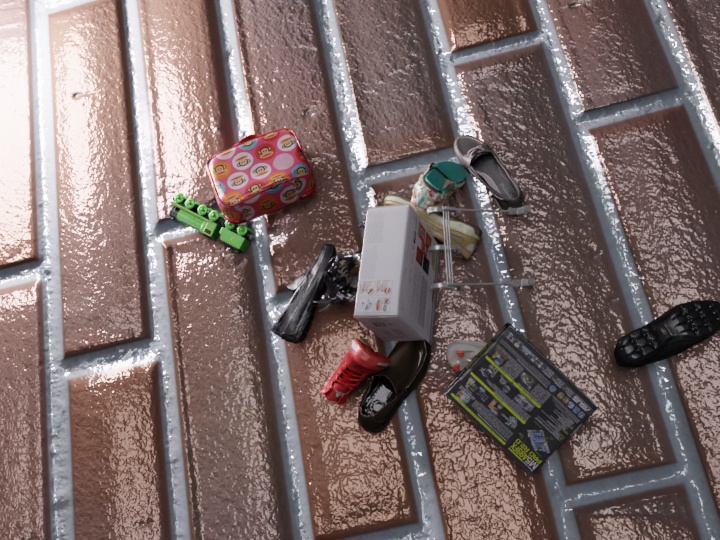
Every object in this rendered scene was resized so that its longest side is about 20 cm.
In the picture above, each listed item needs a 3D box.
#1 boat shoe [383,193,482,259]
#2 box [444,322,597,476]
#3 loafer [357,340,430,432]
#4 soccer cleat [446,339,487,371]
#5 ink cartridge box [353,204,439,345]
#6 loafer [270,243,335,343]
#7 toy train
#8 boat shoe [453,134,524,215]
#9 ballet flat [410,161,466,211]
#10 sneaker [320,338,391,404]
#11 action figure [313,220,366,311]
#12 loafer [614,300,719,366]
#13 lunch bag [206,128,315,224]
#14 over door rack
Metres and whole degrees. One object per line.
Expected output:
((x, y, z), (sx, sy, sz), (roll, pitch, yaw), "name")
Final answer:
((0.125, -0.080, 1.516), (0.199, 0.072, 0.077), (24, 92, 19), "boat shoe")
((0.264, 0.212, 1.339), (0.200, 0.044, 0.160), (42, 97, 2), "box")
((0.061, 0.193, 1.421), (0.073, 0.071, 0.201), (26, 77, 18), "loafer")
((0.246, 0.165, 1.403), (0.198, 0.078, 0.070), (20, 110, 3), "soccer cleat")
((0.069, 0.015, 1.403), (0.083, 0.176, 0.202), (-3, 66, 25), "ink cartridge box")
((-0.105, 0.036, 1.511), (0.070, 0.068, 0.202), (22, 79, 9), "loafer")
((-0.302, -0.095, 1.614), (0.199, 0.042, 0.057), (26, 87, 18), "toy train")
((0.246, -0.194, 1.537), (0.067, 0.057, 0.201), (-34, 68, -3), "boat shoe")
((0.139, -0.157, 1.498), (0.076, 0.200, 0.064), (42, 118, 9), "ballet flat")
((-0.010, 0.183, 1.379), (0.078, 0.200, 0.116), (32, 84, 4), "sneaker")
((0.000, 0.000, 1.480), (0.102, 0.119, 0.201), (22, 67, 34), "action figure")
((0.520, 0.108, 1.361), (0.199, 0.071, 0.069), (-23, 67, -3), "loafer")
((-0.202, -0.198, 1.595), (0.198, 0.082, 0.177), (-22, 57, -6), "lunch bag")
((0.211, -0.040, 1.446), (0.198, 0.067, 0.149), (-2, 87, -20), "over door rack")
